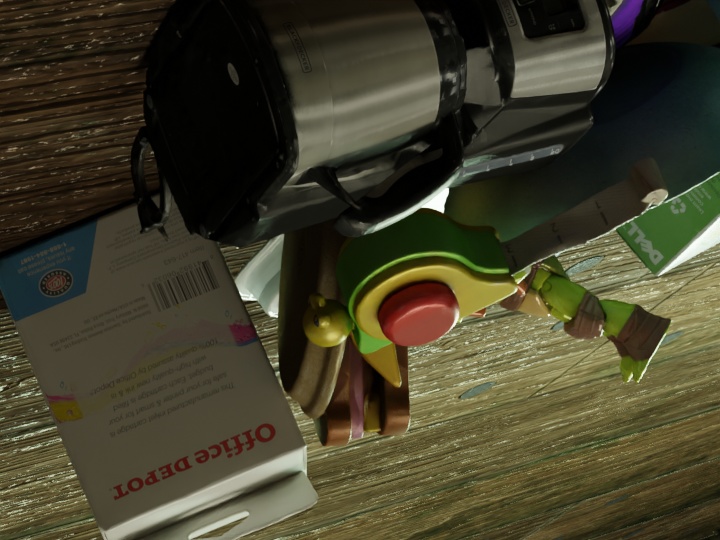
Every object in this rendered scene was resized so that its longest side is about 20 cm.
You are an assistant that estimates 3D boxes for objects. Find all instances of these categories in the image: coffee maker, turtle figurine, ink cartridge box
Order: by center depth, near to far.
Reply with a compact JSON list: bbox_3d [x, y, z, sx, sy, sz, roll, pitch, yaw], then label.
[{"bbox_3d":[0.002,-0.096,1.344,0.200,0.135,0.192,-15,-172,-28],"label":"coffee maker"},{"bbox_3d":[-0.117,0.075,1.566,0.128,0.200,0.125,-22,166,-6],"label":"ink cartridge box"},{"bbox_3d":[0.099,0.011,1.583,0.064,0.161,0.200,-65,-177,-16],"label":"turtle figurine"},{"bbox_3d":[0.210,-0.056,1.593,0.200,0.059,0.104,-46,168,33],"label":"ink cartridge box"}]

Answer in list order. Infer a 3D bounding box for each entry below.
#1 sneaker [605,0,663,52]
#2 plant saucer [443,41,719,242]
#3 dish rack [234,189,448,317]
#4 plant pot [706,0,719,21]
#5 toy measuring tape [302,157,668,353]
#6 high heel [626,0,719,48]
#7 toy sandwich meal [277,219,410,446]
[{"bbox_3d":[0.125,-0.153,1.414,0.099,0.070,0.200,-21,173,-23],"label":"sneaker"},{"bbox_3d":[0.132,-0.081,1.455,0.201,0.039,0.201,-22,-158,9],"label":"plant saucer"},{"bbox_3d":[0.029,-0.034,1.640,0.200,0.044,0.172,-46,157,21],"label":"dish rack"},{"bbox_3d":[0.273,-0.146,1.332,0.200,0.188,0.200,-16,150,-10],"label":"plant pot"},{"bbox_3d":[0.056,-0.015,1.354,0.200,0.074,0.074,-26,166,11],"label":"toy measuring tape"},{"bbox_3d":[0.190,-0.144,1.527,0.096,0.067,0.200,-27,173,-34],"label":"high heel"},{"bbox_3d":[0.000,0.000,1.491,0.070,0.206,0.205,6,159,-9],"label":"toy sandwich meal"}]
